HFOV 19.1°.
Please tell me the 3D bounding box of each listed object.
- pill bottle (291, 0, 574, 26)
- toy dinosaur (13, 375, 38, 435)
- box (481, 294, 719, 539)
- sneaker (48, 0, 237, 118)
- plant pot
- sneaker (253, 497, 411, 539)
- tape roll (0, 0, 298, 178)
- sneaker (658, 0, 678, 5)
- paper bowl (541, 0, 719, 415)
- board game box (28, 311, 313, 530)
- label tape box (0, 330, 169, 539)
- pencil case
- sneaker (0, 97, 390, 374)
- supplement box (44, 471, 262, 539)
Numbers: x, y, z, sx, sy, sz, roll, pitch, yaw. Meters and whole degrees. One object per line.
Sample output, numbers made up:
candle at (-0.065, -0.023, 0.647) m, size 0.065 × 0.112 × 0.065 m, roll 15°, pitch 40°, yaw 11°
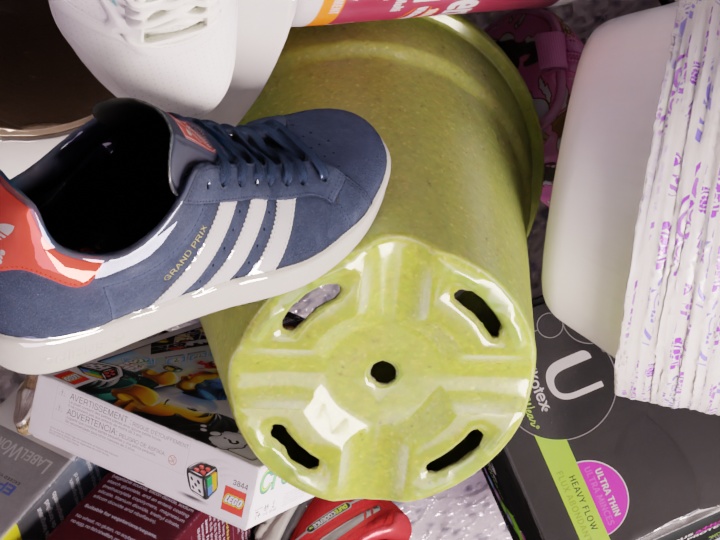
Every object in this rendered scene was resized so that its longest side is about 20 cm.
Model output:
pill bottle at (0.049, -0.170, 0.957) m, size 0.199 × 0.110 × 0.110 m, roll -7°, pitch 134°, yaw -20°
toy dinosaur at (-0.141, -0.020, 1.054) m, size 0.106 × 0.060 × 0.201 m, roll 25°, pitch 94°, yaw -40°
box at (0.135, 0.101, 1.190) m, size 0.124 × 0.149 × 0.200 m, roll -23°, pitch 162°, yaw -4°
sneaker at (-0.078, -0.115, 0.764) m, size 0.070 × 0.080 × 0.201 m, roll -20°, pitch 142°, yaw -9°
plant pot at (0.000, 0.000, 0.960) m, size 0.199 × 0.185 × 0.201 m, roll -3°, pitch 120°, yaw -5°
sneaker at (-0.036, 0.196, 1.091) m, size 0.201 × 0.085 × 0.077 m, roll -64°, pitch 156°, yaw -18°
tape roll at (-0.142, -0.136, 0.874) m, size 0.202 × 0.139 × 0.203 m, roll -14°, pitch 136°, yaw -14°
sneaker at (0.244, -0.111, 1.109) m, size 0.120 × 0.084 × 0.200 m, roll -32°, pitch 114°, yaw 7°
paper bowl at (0.144, -0.039, 0.982) m, size 0.104 × 0.201 × 0.201 m, roll 11°, pitch 135°, yaw 9°
board game box at (-0.052, 0.066, 1.050) m, size 0.200 × 0.126 × 0.035 m, roll -19°, pitch 125°, yaw -60°
label tape box at (-0.162, 0.137, 1.112) m, size 0.200 × 0.063 × 0.145 m, roll -50°, pitch 149°, yaw -33°
pencil case at (0.131, -0.062, 1.124) m, size 0.200 × 0.083 × 0.087 m, roll 28°, pitch 104°, yaw -41°
sneaker at (-0.061, -0.034, 0.804) m, size 0.200 × 0.075 × 0.085 m, roll -29°, pitch 143°, yaw -38°
supplement box at (-0.117, 0.165, 1.068) m, size 0.200 × 0.061 × 0.109 m, roll -47°, pitch 149°, yaw -42°
